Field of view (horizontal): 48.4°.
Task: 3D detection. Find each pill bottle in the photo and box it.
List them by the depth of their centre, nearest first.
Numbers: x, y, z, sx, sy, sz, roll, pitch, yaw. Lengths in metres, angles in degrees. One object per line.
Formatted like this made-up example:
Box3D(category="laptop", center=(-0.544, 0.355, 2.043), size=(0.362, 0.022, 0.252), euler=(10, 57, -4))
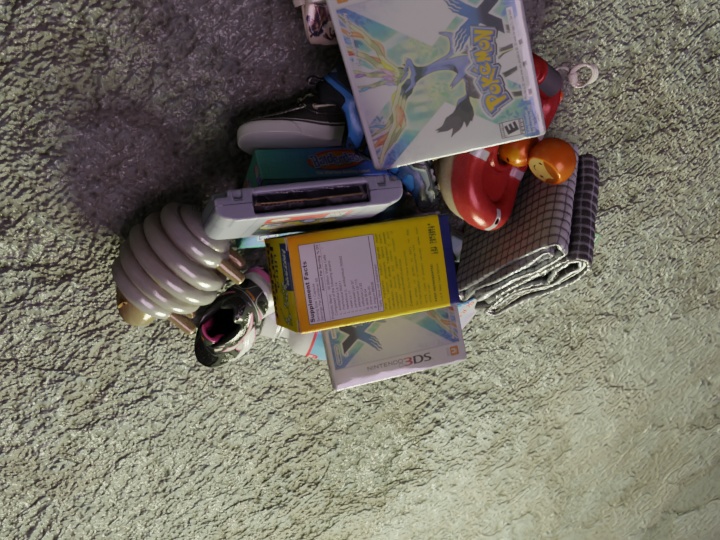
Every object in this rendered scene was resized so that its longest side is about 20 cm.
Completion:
Box3D(category="pill bottle", center=(-0.030, 0.071, 1.088), size=(0.200, 0.109, 0.109), euler=(14, 121, -9))

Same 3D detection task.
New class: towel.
Box3D(category="towel", center=(0.211, -0.045, 1.005), size=(0.085, 0.166, 0.200), euler=(25, 148, -20))

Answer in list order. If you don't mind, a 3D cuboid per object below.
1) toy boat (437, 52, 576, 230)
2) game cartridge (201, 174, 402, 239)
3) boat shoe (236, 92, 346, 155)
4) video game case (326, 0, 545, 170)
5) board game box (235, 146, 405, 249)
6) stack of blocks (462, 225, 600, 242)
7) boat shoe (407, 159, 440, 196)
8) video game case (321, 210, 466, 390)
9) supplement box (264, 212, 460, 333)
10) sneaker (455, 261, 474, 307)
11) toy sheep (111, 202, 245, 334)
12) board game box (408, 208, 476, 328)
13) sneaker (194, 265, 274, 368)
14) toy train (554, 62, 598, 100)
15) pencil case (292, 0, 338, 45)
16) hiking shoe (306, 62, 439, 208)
Box3D(category="toy boat", center=(0.180, -0.135, 0.898), size=(0.130, 0.131, 0.200), euler=(11, 108, -54))
Box3D(category="game cartridge", center=(-0.068, -0.067, 0.874), size=(0.200, 0.133, 0.041), euler=(-8, 89, -18))
Box3D(category="boat shoe", center=(-0.052, -0.171, 0.943), size=(0.200, 0.064, 0.071), euler=(-5, 162, -27))
Box3D(category="video game case", center=(0.076, -0.211, 0.799), size=(0.182, 0.022, 0.200), euler=(-11, 117, 14))
Box3D(category="board game box", center=(-0.046, -0.090, 0.986), size=(0.200, 0.045, 0.152), euler=(-6, 153, -25))
Box3D(category="stack of blocks", center=(0.265, -0.067, 1.195), size=(0.200, 0.059, 0.115), euler=(15, 117, -36))
Box3D(category="boat shoe", center=(0.135, -0.142, 1.020), size=(0.202, 0.075, 0.075), euler=(-27, 127, 21))
Box3D(category="video game case", center=(0.034, 0.037, 1.030), size=(0.182, 0.022, 0.201), euler=(-12, 94, -12))
Box3D(category="supplement box", center=(0.000, 0.000, 0.945), size=(0.200, 0.109, 0.109), euler=(-9, 94, -19))
Box3D(category="sneaker", center=(0.093, -0.003, 1.092), size=(0.199, 0.071, 0.083), euler=(10, 126, -25))
Box3D(category="toy sheep", center=(-0.213, -0.011, 0.942), size=(0.200, 0.138, 0.138), euler=(-46, 133, 8))
Box3D(category="board game box", center=(0.098, 0.027, 1.195), size=(0.199, 0.041, 0.200), euler=(23, 113, -37))
Box3D(category="sneaker", center=(-0.178, 0.069, 1.018), size=(0.086, 0.080, 0.200), euler=(-37, 169, -45))
Box3D(category="toy train", center=(0.241, -0.194, 1.064), size=(0.150, 0.056, 0.200), euler=(-2, 132, 0))
Box3D(category="pencil case", center=(0.031, -0.277, 0.839), size=(0.199, 0.078, 0.089), euler=(1, 175, 4))
Box3D(category="hiking shoe", center=(0.023, -0.150, 0.906), size=(0.087, 0.074, 0.200), euler=(-24, 114, 12))
